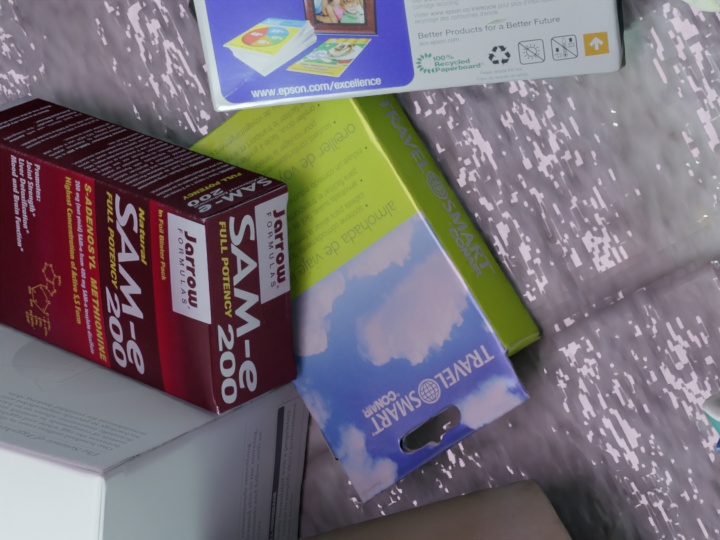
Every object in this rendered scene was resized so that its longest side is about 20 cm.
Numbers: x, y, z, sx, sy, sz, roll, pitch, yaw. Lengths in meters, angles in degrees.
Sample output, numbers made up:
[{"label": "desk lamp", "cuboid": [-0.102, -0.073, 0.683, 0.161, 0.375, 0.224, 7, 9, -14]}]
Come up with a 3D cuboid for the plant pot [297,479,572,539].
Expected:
[{"label": "plant pot", "cuboid": [0.037, 0.193, 1.264, 0.173, 0.200, 0.201, -28, 86, 0]}]

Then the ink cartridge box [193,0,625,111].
[{"label": "ink cartridge box", "cuboid": [0.015, -0.176, 1.202, 0.197, 0.043, 0.201, -5, 122, 6]}]

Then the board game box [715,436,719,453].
[{"label": "board game box", "cuboid": [0.265, 0.090, 1.099, 0.200, 0.035, 0.135, -16, 124, 47]}]

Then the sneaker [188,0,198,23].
[{"label": "sneaker", "cuboid": [-0.016, -0.191, 1.262, 0.079, 0.074, 0.200, 35, 117, -26]}]

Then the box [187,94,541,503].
[{"label": "box", "cuboid": [0.000, 0.000, 1.322, 0.122, 0.048, 0.201, -35, 83, 31]}]

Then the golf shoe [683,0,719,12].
[{"label": "golf shoe", "cuboid": [0.155, -0.211, 1.163, 0.075, 0.091, 0.201, -3, 98, 39]}]

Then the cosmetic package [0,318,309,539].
[{"label": "cosmetic package", "cuboid": [-0.162, 0.107, 1.348, 0.199, 0.200, 0.124, 14, 107, 27]}]

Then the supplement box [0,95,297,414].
[{"label": "supplement box", "cuboid": [-0.123, -0.011, 1.344, 0.199, 0.061, 0.109, 19, 122, 40]}]

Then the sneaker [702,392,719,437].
[{"label": "sneaker", "cuboid": [0.229, 0.022, 1.185, 0.093, 0.070, 0.200, 39, 119, 10]}]
